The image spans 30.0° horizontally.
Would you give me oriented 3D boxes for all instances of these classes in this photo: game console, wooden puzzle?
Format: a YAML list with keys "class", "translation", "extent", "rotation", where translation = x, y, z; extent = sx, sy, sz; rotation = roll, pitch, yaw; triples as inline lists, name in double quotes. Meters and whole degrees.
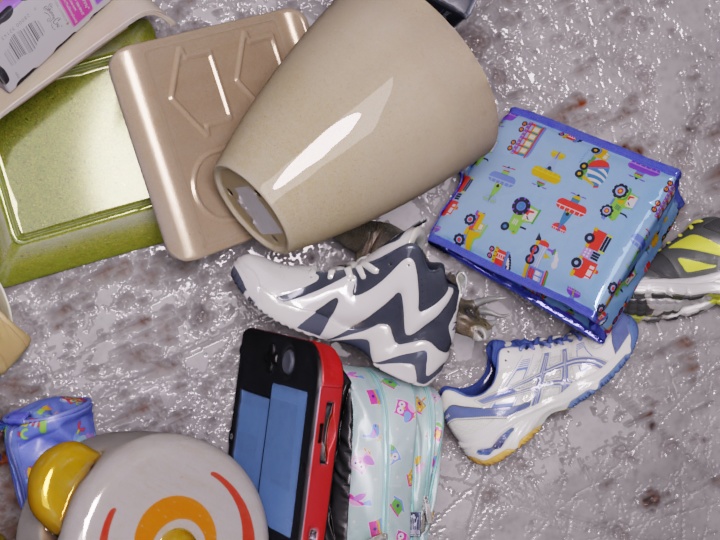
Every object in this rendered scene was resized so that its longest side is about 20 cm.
- class: "game console"
  translation: [-0.075, 0.155, 1.148]
  extent: [0.031, 0.177, 0.201]
  rotation: [8, 89, -31]
- class: "wooden puzzle"
  translation: [-0.112, -0.121, 1.180]
  extent: [0.199, 0.046, 0.186]
  rotation: [-22, 98, -35]

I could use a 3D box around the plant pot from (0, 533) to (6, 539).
- class: "plant pot"
  translation: [-0.424, 0.301, 1.098]
  extent: [0.199, 0.176, 0.201]
  rotation: [18, 87, -8]

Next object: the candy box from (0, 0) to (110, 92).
- class: "candy box"
  translation: [-0.281, -0.269, 1.113]
  extent: [0.168, 0.072, 0.200]
  rotation: [35, 72, 27]

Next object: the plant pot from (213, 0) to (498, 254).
- class: "plant pot"
  translation: [-0.019, -0.111, 1.121]
  extent: [0.200, 0.187, 0.187]
  rotation: [-42, 95, -21]

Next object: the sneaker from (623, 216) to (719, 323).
- class: "sneaker"
  translation: [0.308, -0.005, 1.258]
  extent: [0.199, 0.075, 0.085]
  rotation: [-5, 66, -3]

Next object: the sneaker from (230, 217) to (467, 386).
- class: "sneaker"
  translation: [0.000, 0.000, 1.139]
  extent: [0.199, 0.079, 0.130]
  rotation: [27, 99, 4]

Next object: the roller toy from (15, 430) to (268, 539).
- class: "roller toy"
  translation: [-0.174, 0.220, 1.091]
  extent: [0.182, 0.140, 0.201]
  rotation: [-16, 94, -35]

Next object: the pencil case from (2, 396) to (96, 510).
- class: "pencil case"
  translation: [-0.260, 0.211, 1.166]
  extent: [0.078, 0.087, 0.201]
  rotation: [-8, 91, 35]

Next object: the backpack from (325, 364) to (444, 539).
- class: "backpack"
  translation: [-0.002, 0.182, 1.176]
  extent: [0.126, 0.167, 0.201]
  rotation: [8, 87, -29]

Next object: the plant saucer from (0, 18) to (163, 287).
- class: "plant saucer"
  translation: [-0.255, -0.106, 1.184]
  extent: [0.199, 0.048, 0.201]
  rotation: [-16, 92, -7]

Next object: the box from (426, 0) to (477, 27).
- class: "box"
  translation: [0.015, -0.298, 1.168]
  extent: [0.199, 0.148, 0.107]
  rotation: [26, 87, -7]

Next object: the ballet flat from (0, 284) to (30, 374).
- class: "ballet flat"
  translation: [-0.360, 0.001, 1.172]
  extent: [0.063, 0.069, 0.200]
  rotation: [-36, 98, -34]

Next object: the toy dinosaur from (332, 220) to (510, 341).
- class: "toy dinosaur"
  translation: [0.029, 0.007, 1.220]
  extent: [0.200, 0.077, 0.102]
  rotation: [45, 73, 0]

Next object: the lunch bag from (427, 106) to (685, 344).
- class: "lunch bag"
  translation: [0.165, -0.054, 1.204]
  extent: [0.200, 0.094, 0.151]
  rotation: [29, 83, 21]

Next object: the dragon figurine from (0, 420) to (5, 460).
- class: "dragon figurine"
  translation: [-0.396, 0.150, 1.139]
  extent: [0.199, 0.059, 0.100]
  rotation: [11, 113, 3]

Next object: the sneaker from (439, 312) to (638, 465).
- class: "sneaker"
  translation: [0.162, 0.089, 1.227]
  extent: [0.200, 0.075, 0.088]
  rotation: [-37, 94, -7]

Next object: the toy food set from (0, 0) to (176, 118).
- class: "toy food set"
  translation: [-0.276, -0.195, 1.146]
  extent: [0.200, 0.060, 0.143]
  rotation: [-39, 60, -12]
